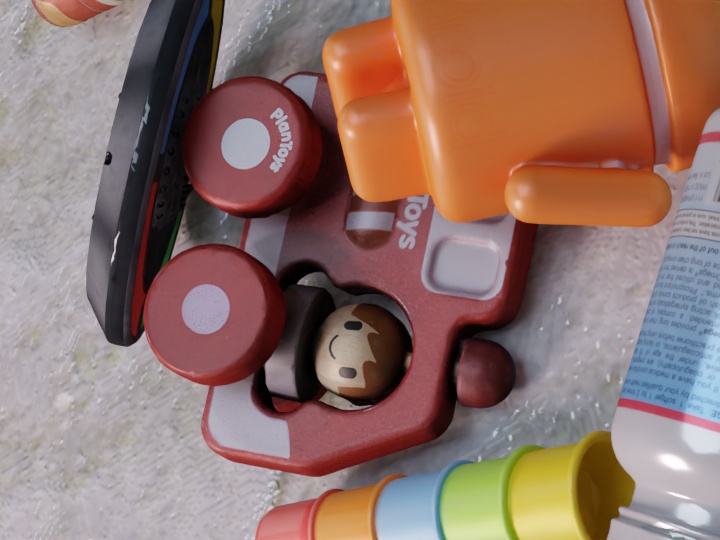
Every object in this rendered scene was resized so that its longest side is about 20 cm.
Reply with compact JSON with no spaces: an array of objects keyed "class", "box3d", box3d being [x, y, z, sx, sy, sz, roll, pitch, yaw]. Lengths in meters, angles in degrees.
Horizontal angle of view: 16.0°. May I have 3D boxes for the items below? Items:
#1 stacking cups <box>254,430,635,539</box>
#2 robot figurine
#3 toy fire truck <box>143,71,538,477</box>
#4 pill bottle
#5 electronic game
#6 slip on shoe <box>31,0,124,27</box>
[{"class":"stacking cups","box3d":[0.038,0.116,1.188,0.200,0.060,0.061,-13,67,41]},{"class":"robot figurine","box3d":[0.087,-0.087,1.143,0.199,0.117,0.144,-14,20,0]},{"class":"toy fire truck","box3d":[0.000,0.000,1.228,0.167,0.112,0.201,8,79,21]},{"class":"pill bottle","box3d":[0.168,0.040,1.064,0.109,0.109,0.201,15,85,41]},{"class":"electronic game","box3d":[-0.098,-0.060,1.284,0.041,0.200,0.201,13,82,0]},{"class":"slip on shoe","box3d":[-0.183,-0.226,1.472,0.061,0.074,0.201,-35,61,30]}]
